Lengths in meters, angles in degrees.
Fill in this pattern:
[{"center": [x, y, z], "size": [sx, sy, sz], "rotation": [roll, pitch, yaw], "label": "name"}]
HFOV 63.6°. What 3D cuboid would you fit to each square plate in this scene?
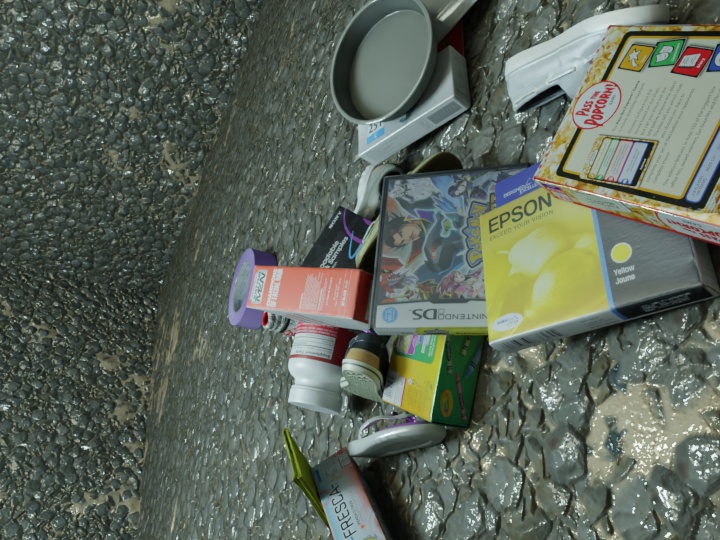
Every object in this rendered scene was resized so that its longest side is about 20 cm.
[{"center": [0.097, -0.409, 0.934], "size": [0.198, 0.028, 0.202], "rotation": [-42, 34, 25], "label": "square plate"}]

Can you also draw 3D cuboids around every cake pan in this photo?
[{"center": [0.036, -0.317, 0.884], "size": [0.198, 0.036, 0.204], "rotation": [-7, 79, 40], "label": "cake pan"}]

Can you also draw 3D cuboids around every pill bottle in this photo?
[{"center": [-0.052, 0.119, 0.930], "size": [0.112, 0.111, 0.203], "rotation": [-21, 53, 59], "label": "pill bottle"}]

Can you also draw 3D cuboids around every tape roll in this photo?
[{"center": [-0.282, 0.048, 1.512], "size": [0.200, 0.065, 0.203], "rotation": [-38, 45, 51], "label": "tape roll"}]

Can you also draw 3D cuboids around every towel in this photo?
[{"center": [-0.069, 0.316, 0.839], "size": [0.086, 0.018, 0.202], "rotation": [57, 170, 50], "label": "towel"}]

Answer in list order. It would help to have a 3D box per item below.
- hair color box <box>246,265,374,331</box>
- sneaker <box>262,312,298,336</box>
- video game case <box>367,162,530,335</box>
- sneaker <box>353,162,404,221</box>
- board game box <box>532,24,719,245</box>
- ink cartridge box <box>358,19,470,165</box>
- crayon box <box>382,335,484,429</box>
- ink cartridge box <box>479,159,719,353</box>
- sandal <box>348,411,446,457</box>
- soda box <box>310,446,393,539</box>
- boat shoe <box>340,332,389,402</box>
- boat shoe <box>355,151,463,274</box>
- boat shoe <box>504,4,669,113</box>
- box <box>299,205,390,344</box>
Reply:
[{"center": [-0.045, 0.037, 0.770], "size": [0.198, 0.110, 0.065], "rotation": [1, 76, 40], "label": "hair color box"}, {"center": [-0.123, 0.046, 1.138], "size": [0.203, 0.106, 0.068], "rotation": [-61, 29, 27], "label": "sneaker"}, {"center": [0.104, -0.025, 0.665], "size": [0.178, 0.026, 0.203], "rotation": [-2, 66, 20], "label": "video game case"}, {"center": [0.024, -0.082, 0.946], "size": [0.079, 0.073, 0.204], "rotation": [0, 77, 58], "label": "sneaker"}, {"center": [0.253, -0.111, 0.451], "size": [0.199, 0.046, 0.153], "rotation": [32, 97, 52], "label": "board game box"}, {"center": [0.077, -0.287, 0.917], "size": [0.198, 0.044, 0.179], "rotation": [-24, 56, 41], "label": "ink cartridge box"}, {"center": [0.096, 0.080, 0.728], "size": [0.118, 0.057, 0.204], "rotation": [2, 79, 64], "label": "crayon box"}, {"center": [0.203, -0.044, 0.546], "size": [0.196, 0.047, 0.203], "rotation": [-26, 55, 42], "label": "ink cartridge box"}, {"center": [0.035, 0.210, 0.758], "size": [0.202, 0.081, 0.051], "rotation": [-40, 47, 53], "label": "sandal"}, {"center": [-0.004, 0.334, 0.770], "size": [0.063, 0.069, 0.200], "rotation": [-31, 31, -3], "label": "soda box"}, {"center": [0.010, 0.138, 0.809], "size": [0.201, 0.073, 0.063], "rotation": [86, -158, -66], "label": "boat shoe"}, {"center": [0.060, -0.075, 0.784], "size": [0.202, 0.073, 0.063], "rotation": [-57, 21, 13], "label": "boat shoe"}, {"center": [0.227, -0.213, 0.608], "size": [0.199, 0.071, 0.070], "rotation": [-2, 97, 57], "label": "boat shoe"}, {"center": [0.000, 0.000, 0.859], "size": [0.199, 0.036, 0.144], "rotation": [29, 84, 41], "label": "box"}]
